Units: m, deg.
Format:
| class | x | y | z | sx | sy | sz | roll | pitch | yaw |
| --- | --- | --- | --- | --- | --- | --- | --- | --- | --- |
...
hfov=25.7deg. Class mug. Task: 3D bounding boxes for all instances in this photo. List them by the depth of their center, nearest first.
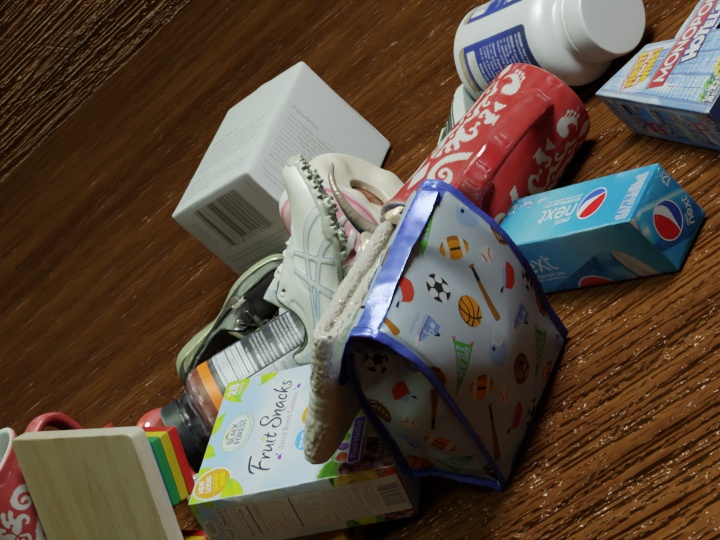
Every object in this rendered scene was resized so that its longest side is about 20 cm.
| class | x | y | z | sx | sy | sz | roll | pitch | yaw |
| --- | --- | --- | --- | --- | --- | --- | --- | --- | --- |
| mug | 0.139 | -0.094 | 1.524 | 0.201 | 0.133 | 0.177 | -52 | 20 | -21 |
| mug | -0.330 | 0.267 | 1.709 | 0.178 | 0.200 | 0.133 | -50 | 21 | -6 |

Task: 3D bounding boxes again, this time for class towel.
| class | x | y | z | sx | sy | sz | roll | pitch | yaw |
| --- | --- | --- | --- | --- | --- | --- | --- | --- | --- |
| towel | -0.004 | 0.056 | 1.349 | 0.200 | 0.034 | 0.134 | -57 | -24 | -54 |

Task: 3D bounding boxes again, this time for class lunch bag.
| class | x | y | z | sx | sy | sz | roll | pitch | yaw |
| --- | --- | --- | --- | --- | --- | --- | --- | --- | --- |
| lunch bag | 0.065 | 0.050 | 1.286 | 0.123 | 0.201 | 0.171 | 1 | 51 | 33 |

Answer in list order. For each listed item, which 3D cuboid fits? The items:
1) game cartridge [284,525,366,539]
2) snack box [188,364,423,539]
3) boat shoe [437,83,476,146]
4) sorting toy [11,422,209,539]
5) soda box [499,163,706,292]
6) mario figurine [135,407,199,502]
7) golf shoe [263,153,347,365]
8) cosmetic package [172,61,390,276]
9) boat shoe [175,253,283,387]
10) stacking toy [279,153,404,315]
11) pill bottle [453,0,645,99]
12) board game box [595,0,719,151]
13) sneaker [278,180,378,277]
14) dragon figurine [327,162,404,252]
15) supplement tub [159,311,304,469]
| class | x | y | z | sx | sy | sz | roll | pitch | yaw |
| --- | --- | --- | --- | --- | --- | --- | --- | --- | --- |
| game cartridge | -0.066 | 0.235 | 1.495 | 0.199 | 0.032 | 0.177 | -35 | 25 | 29 |
| snack box | -0.040 | 0.158 | 1.427 | 0.198 | 0.068 | 0.169 | -15 | 32 | 19 |
| boat shoe | 0.110 | -0.134 | 1.719 | 0.063 | 0.071 | 0.201 | -34 | 27 | 30 |
| sorting toy | -0.236 | 0.245 | 1.589 | 0.198 | 0.202 | 0.069 | -8 | 15 | 43 |
| soda box | 0.200 | -0.032 | 1.371 | 0.199 | 0.068 | 0.064 | -12 | 42 | 58 |
| mario figurine | -0.164 | 0.197 | 1.731 | 0.123 | 0.107 | 0.199 | -19 | 9 | -43 |
| golf shoe | -0.052 | -0.006 | 1.480 | 0.096 | 0.202 | 0.078 | -18 | 0 | 5 |
| cosmetic package | -0.096 | -0.112 | 1.958 | 0.164 | 0.165 | 0.201 | -25 | 32 | 46 |
| boat shoe | -0.141 | 0.070 | 1.881 | 0.201 | 0.072 | 0.066 | -47 | 31 | 9 |
| stacking toy | -0.028 | -0.012 | 1.713 | 0.201 | 0.145 | 0.147 | -61 | 15 | 24 |
| pill bottle | 0.200 | -0.246 | 1.663 | 0.199 | 0.120 | 0.120 | -13 | 41 | 57 |
| board game box | 0.313 | -0.191 | 1.426 | 0.201 | 0.062 | 0.199 | -56 | 23 | -17 |
| sneaker | 0.000 | 0.000 | 1.543 | 0.075 | 0.200 | 0.105 | -36 | 29 | 11 |
| dragon figurine | 0.038 | -0.013 | 1.483 | 0.059 | 0.199 | 0.100 | -52 | -13 | -12 |
| supplement tub | -0.101 | 0.119 | 1.594 | 0.199 | 0.107 | 0.107 | -32 | 22 | -1 |
